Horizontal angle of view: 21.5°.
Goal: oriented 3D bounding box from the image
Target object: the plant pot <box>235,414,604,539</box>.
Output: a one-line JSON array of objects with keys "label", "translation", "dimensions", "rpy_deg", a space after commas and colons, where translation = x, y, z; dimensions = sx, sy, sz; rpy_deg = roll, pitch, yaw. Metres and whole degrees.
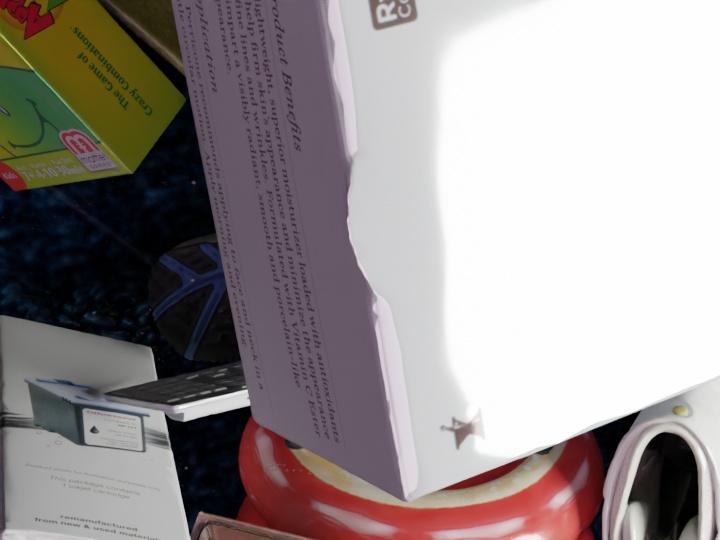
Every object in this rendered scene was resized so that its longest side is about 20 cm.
[{"label": "plant pot", "translation": [0.026, 0.151, 0.938], "dimensions": [0.199, 0.201, 0.183], "rpy_deg": [2, 121, -3]}]

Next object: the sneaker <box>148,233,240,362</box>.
[{"label": "sneaker", "translation": [0.000, 0.000, 0.874], "dimensions": [0.199, 0.077, 0.076], "rpy_deg": [2, 106, 30]}]

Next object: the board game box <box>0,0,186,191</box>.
[{"label": "board game box", "translation": [-0.177, -0.122, 0.810], "dimensions": [0.101, 0.048, 0.200], "rpy_deg": [-3, 136, 50]}]

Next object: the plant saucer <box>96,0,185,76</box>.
[{"label": "plant saucer", "translation": [-0.028, -0.174, 0.810], "dimensions": [0.200, 0.048, 0.200], "rpy_deg": [39, 115, -24]}]

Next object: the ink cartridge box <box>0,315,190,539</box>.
[{"label": "ink cartridge box", "translation": [-0.140, 0.131, 0.846], "dimensions": [0.085, 0.200, 0.147], "rpy_deg": [12, 110, -18]}]

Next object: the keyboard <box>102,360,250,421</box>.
[{"label": "keyboard", "translation": [-0.024, 0.043, 0.888], "dimensions": [0.199, 0.056, 0.011], "rpy_deg": [-11, 106, -41]}]

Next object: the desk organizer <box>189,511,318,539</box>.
[{"label": "desk organizer", "translation": [0.018, 0.172, 0.799], "dimensions": [0.199, 0.077, 0.072], "rpy_deg": [16, 107, -19]}]

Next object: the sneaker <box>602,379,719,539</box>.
[{"label": "sneaker", "translation": [0.144, 0.132, 0.906], "dimensions": [0.073, 0.116, 0.201], "rpy_deg": [12, 120, 21]}]

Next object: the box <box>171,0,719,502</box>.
[{"label": "box", "translation": [0.053, -0.048, 0.714], "dimensions": [0.199, 0.131, 0.200], "rpy_deg": [-17, 107, -25]}]
